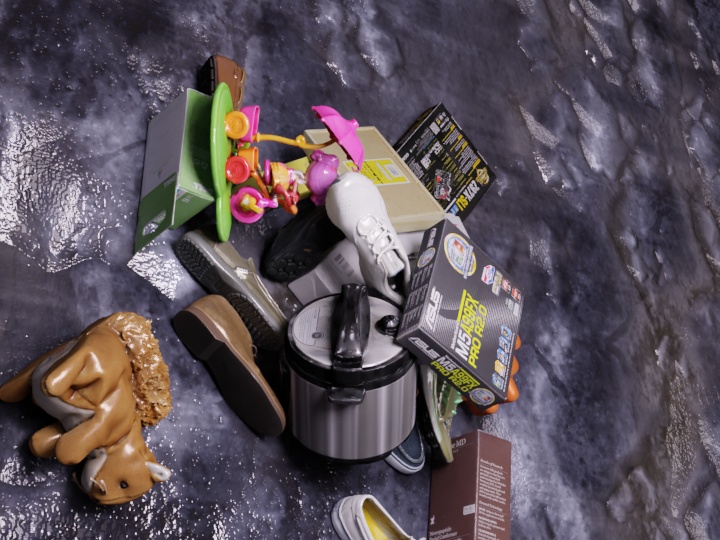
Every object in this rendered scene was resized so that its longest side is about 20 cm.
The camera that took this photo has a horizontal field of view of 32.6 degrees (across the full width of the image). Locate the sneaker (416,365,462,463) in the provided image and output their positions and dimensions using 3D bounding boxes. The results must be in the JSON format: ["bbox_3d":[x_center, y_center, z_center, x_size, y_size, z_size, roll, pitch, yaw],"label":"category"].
[{"bbox_3d":[0.124,0.168,1.727,0.088,0.077,0.202,-7,87,-10],"label":"sneaker"}]

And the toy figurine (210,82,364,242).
[{"bbox_3d":[-0.087,-0.134,1.553,0.150,0.183,0.202,-67,158,-82],"label":"toy figurine"}]

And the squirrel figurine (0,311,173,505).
[{"bbox_3d":[-0.274,0.157,1.390,0.200,0.141,0.187,-44,108,-42],"label":"squirrel figurine"}]

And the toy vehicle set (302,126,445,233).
[{"bbox_3d":[0.015,-0.127,1.696,0.124,0.027,0.200,-7,46,-35],"label":"toy vehicle set"}]

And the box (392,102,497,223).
[{"bbox_3d":[0.119,-0.151,1.950,0.160,0.049,0.200,52,45,-14],"label":"box"}]

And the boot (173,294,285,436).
[{"bbox_3d":[-0.149,0.117,1.569,0.201,0.073,0.075,55,39,-3],"label":"boot"}]

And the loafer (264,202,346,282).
[{"bbox_3d":[-0.061,-0.062,1.637,0.068,0.200,0.071,21,44,-35],"label":"loafer"}]

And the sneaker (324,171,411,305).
[{"bbox_3d":[0.022,-0.040,1.556,0.074,0.087,0.201,-35,125,-7],"label":"sneaker"}]

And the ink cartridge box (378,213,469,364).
[{"bbox_3d":[0.102,0.023,1.696,0.144,0.084,0.201,2,53,-40],"label":"ink cartridge box"}]

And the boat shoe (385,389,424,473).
[{"bbox_3d":[0.051,0.182,1.701,0.071,0.091,0.201,-27,90,-45],"label":"boat shoe"}]

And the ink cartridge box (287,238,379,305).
[{"bbox_3d":[0.000,0.000,1.757,0.116,0.067,0.200,51,46,-10],"label":"ink cartridge box"}]

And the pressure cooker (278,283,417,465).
[{"bbox_3d":[-0.011,0.121,1.565,0.178,0.201,0.176,-25,44,-32],"label":"pressure cooker"}]

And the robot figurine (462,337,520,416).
[{"bbox_3d":[0.156,0.114,1.812,0.201,0.143,0.117,64,17,1],"label":"robot figurine"}]

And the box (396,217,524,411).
[{"bbox_3d":[0.132,0.055,1.572,0.160,0.044,0.201,41,41,-22],"label":"box"}]

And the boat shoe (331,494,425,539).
[{"bbox_3d":[0.051,0.373,1.615,0.203,0.086,0.075,56,45,-6],"label":"boat shoe"}]

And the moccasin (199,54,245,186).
[{"bbox_3d":[-0.181,-0.198,1.688,0.077,0.074,0.203,14,54,-29],"label":"moccasin"}]

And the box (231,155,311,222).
[{"bbox_3d":[-0.091,-0.124,1.729,0.199,0.075,0.050,-25,89,-47],"label":"box"}]

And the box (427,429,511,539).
[{"bbox_3d":[0.152,0.334,1.715,0.075,0.100,0.201,26,55,-31],"label":"box"}]

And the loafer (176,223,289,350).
[{"bbox_3d":[-0.151,0.017,1.606,0.200,0.075,0.070,52,50,-11],"label":"loafer"}]

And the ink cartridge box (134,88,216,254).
[{"bbox_3d":[-0.231,-0.119,1.577,0.059,0.104,0.201,21,58,-33],"label":"ink cartridge box"}]
